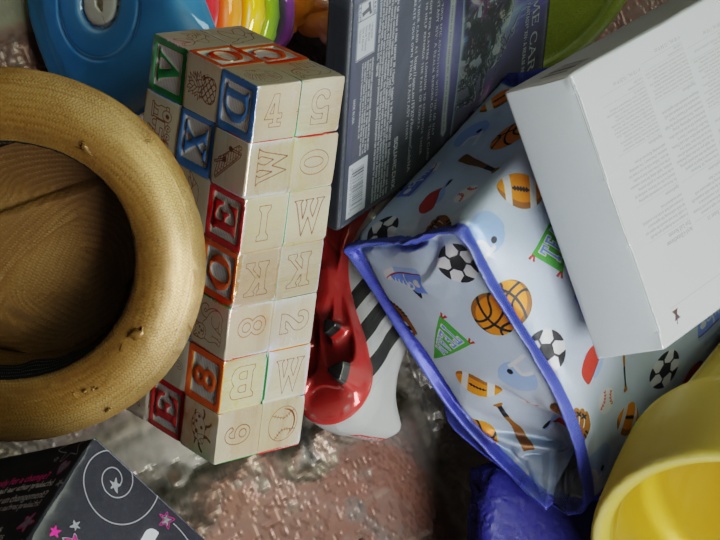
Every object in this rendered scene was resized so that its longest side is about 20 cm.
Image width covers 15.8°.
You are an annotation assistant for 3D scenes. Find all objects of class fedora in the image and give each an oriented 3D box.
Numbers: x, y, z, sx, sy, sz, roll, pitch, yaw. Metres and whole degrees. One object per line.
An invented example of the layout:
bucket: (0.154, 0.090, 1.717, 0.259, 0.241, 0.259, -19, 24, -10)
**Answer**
fedora: (-0.168, -0.013, 1.284, 0.202, 0.200, 0.082, 63, 14, -8)

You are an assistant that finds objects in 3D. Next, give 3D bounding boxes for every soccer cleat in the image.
soccer cleat: (0.000, 0.000, 1.469, 0.085, 0.068, 0.201, 35, 52, -51)

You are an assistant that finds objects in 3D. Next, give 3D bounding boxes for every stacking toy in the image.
stacking toy: (-0.076, -0.146, 1.427, 0.199, 0.109, 0.117, -7, 72, -52)

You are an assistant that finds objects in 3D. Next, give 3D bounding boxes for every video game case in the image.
video game case: (0.045, -0.124, 1.428, 0.200, 0.019, 0.144, -35, 139, -44)

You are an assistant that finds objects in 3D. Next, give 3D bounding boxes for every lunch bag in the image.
lunch bag: (0.112, 0.011, 1.442, 0.170, 0.123, 0.200, -48, 113, -29)

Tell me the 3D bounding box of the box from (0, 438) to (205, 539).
box: (-0.121, 0.190, 1.274, 0.200, 0.132, 0.115, 44, 57, -23)

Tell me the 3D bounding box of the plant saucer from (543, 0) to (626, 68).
plant saucer: (0.083, -0.182, 1.508, 0.199, 0.200, 0.031, 23, 25, -33)

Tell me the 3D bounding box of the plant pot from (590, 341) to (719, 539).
plant pot: (0.248, 0.104, 1.418, 0.201, 0.200, 0.189, 47, 47, -20)

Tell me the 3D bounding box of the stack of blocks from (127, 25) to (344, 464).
stack of blocks: (-0.077, -0.019, 1.317, 0.058, 0.115, 0.201, -11, 118, -41)

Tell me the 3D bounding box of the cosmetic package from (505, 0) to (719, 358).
cosmetic package: (0.174, -0.061, 1.392, 0.200, 0.051, 0.152, -30, 102, -45)

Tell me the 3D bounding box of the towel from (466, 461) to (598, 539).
towel: (0.149, 0.194, 1.479, 0.199, 0.050, 0.149, 11, 72, -18)
